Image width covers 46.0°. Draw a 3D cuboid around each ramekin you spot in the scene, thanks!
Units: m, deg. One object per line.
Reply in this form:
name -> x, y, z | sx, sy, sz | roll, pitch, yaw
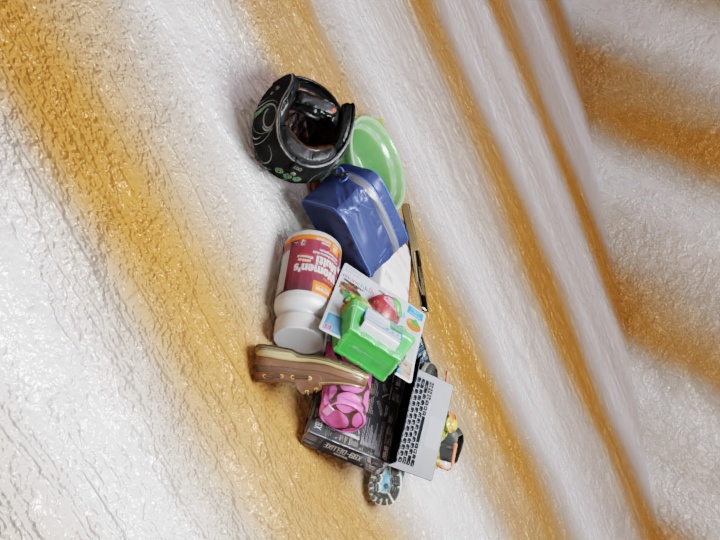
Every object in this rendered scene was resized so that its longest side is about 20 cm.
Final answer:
ramekin -> 0.000, -0.202, 1.722 | 0.199, 0.096, 0.204 | 31, 51, -48

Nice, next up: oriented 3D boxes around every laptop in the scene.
laptop -> 0.119, 0.273, 1.542 | 0.198, 0.115, 0.190 | 27, 71, -35

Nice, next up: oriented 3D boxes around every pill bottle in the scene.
pill bottle -> -0.096, 0.038, 1.512 | 0.109, 0.108, 0.203 | 42, 43, -41

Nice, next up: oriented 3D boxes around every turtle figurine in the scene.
turtle figurine -> 0.134, 0.311, 1.704 | 0.064, 0.159, 0.203 | 34, 49, -48

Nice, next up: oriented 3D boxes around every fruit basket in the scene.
fruit basket -> 0.031, 0.084, 1.477 | 0.184, 0.094, 0.201 | 33, 40, -7

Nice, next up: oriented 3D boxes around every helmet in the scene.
helmet -> -0.109, -0.261, 1.557 | 0.196, 0.190, 0.204 | -1, 94, -20

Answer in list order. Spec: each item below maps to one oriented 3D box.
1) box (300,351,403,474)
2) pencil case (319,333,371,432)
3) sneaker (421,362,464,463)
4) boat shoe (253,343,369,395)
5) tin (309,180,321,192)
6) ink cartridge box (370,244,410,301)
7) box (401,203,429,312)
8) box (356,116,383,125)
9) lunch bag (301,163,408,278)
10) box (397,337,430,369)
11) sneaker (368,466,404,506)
box -> -0.010, 0.246, 1.538 | 0.155, 0.050, 0.202 | 23, 49, -11
pencil case -> -0.028, 0.177, 1.491 | 0.093, 0.090, 0.203 | 39, 39, -36
sneaker -> 0.169, 0.298, 1.773 | 0.074, 0.104, 0.204 | 8, 85, -63
boat shoe -> -0.084, 0.174, 1.414 | 0.072, 0.196, 0.069 | 49, 52, -85
tin -> -0.038, -0.155, 1.767 | 0.199, 0.041, 0.114 | 10, 72, -56
ink cartridge box -> 0.045, 0.006, 1.681 | 0.118, 0.066, 0.202 | 55, 30, -37
box -> 0.121, -0.029, 1.868 | 0.201, 0.021, 0.166 | -97, 177, -57
box -> 0.028, -0.240, 1.904 | 0.121, 0.047, 0.204 | -11, 84, -59
lunch bag -> -0.006, -0.105, 1.576 | 0.132, 0.135, 0.202 | -43, 129, -22
box -> 0.076, 0.176, 1.785 | 0.199, 0.045, 0.162 | -24, 97, -59
sneaker -> 0.059, 0.350, 1.637 | 0.090, 0.077, 0.203 | 73, 32, -75
